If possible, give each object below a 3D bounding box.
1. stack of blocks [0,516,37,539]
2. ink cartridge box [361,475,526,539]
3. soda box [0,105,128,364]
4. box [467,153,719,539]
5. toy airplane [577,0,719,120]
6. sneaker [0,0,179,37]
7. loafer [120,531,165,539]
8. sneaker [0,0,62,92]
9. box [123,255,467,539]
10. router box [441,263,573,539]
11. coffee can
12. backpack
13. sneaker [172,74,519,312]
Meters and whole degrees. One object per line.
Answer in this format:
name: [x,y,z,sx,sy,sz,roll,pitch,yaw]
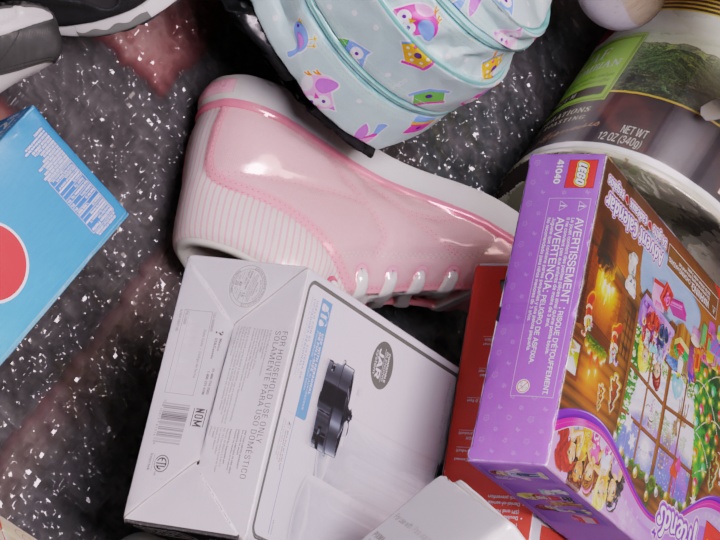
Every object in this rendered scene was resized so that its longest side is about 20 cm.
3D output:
stack of blocks: [-0.118,0.186,0.891,0.200,0.059,0.115,37,87,-15]
ink cartridge box: [0.009,0.199,0.851,0.200,0.086,0.148,-39,106,-6]
soda box: [-0.184,0.026,0.902,0.064,0.068,0.200,50,55,-18]
box: [0.117,0.053,0.987,0.200,0.039,0.137,40,57,-53]
toy airplane: [0.147,-0.160,1.024,0.199,0.141,0.200,37,33,-20]
sneaker: [-0.082,-0.165,0.938,0.088,0.200,0.076,37,42,-52]
loafer: [-0.041,0.191,0.981,0.075,0.070,0.200,-43,97,0]
sneaker: [-0.203,-0.051,0.912,0.200,0.074,0.080,-30,106,-31]
box: [-0.011,0.079,0.968,0.200,0.060,0.117,37,63,-56]
router box: [0.103,0.112,1.054,0.200,0.049,0.180,35,61,-56]
coffee can: [0.178,-0.072,1.146,0.146,0.146,0.200,47,56,-19]
backpack: [0.017,-0.151,1.028,0.167,0.127,0.200,40,34,-17]
sneaker: [0.000,0.000,1.041,0.200,0.075,0.105,28,60,-21]
